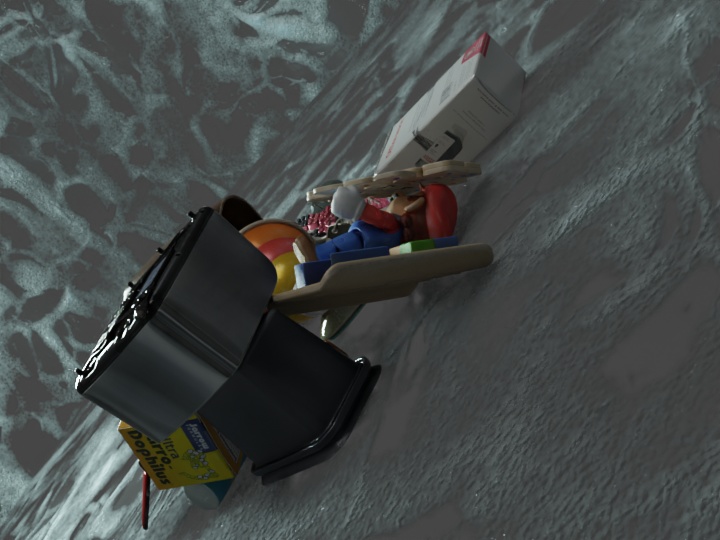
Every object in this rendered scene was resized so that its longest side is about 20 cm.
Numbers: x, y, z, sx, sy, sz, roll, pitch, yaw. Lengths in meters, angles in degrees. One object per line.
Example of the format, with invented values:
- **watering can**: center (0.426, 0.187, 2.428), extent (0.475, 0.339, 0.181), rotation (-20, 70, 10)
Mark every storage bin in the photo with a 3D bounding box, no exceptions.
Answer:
- **storage bin**: center (-0.089, 0.122, 1.161), extent (0.200, 0.134, 0.146), rotation (-32, 23, 54)

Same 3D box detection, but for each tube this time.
- **tube**: center (-0.152, 0.208, 1.354), extent (0.077, 0.050, 0.201), rotation (-36, 15, 45)

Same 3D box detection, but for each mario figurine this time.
- **mario figurine**: center (0.017, -0.047, 1.225), extent (0.198, 0.107, 0.123), rotation (-25, -5, -13)

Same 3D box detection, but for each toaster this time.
- **toaster**: center (-0.193, 0.061, 1.119), extent (0.181, 0.118, 0.201), rotation (-43, 17, 36)

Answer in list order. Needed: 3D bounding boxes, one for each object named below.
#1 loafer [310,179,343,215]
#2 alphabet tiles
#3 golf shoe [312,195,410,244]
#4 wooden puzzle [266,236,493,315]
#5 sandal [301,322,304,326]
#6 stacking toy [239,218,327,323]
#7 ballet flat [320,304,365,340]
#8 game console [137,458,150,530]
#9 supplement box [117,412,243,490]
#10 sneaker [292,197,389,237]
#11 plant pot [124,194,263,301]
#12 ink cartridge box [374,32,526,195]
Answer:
- **loafer**: center (-0.061, -0.062, 1.777), extent (0.071, 0.063, 0.201), rotation (-3, 46, 30)
- **alphabet tiles**: center (0.038, -0.104, 1.277), extent (0.198, 0.015, 0.195), rotation (-10, -3, 30)
- **golf shoe**: center (0.003, -0.046, 1.414), extent (0.200, 0.088, 0.078), rotation (-39, 16, 39)
- **wooden puzzle**: center (0.012, 0.000, 1.099), extent (0.183, 0.047, 0.200), rotation (-9, -7, -23)
- **sandal**: center (-0.110, 0.066, 1.574), extent (0.204, 0.050, 0.082), rotation (-54, 13, -12)
- **stacking toy**: center (-0.084, 0.022, 1.325), extent (0.147, 0.146, 0.200), rotation (-52, 26, -5)
- **ballet flat**: center (0.000, 0.000, 1.347), extent (0.200, 0.062, 0.068), rotation (-49, 14, 15)
- **game console**: center (-0.244, 0.217, 1.460), extent (0.171, 0.119, 0.201), rotation (-24, 34, 5)
- **supplement box**: center (-0.197, 0.149, 1.311), extent (0.108, 0.110, 0.201), rotation (-13, 34, 19)
- **sneaker**: center (-0.024, -0.063, 1.596), extent (0.199, 0.074, 0.082), rotation (-21, 50, 42)
- **plant pot**: center (-0.226, 0.021, 1.521), extent (0.198, 0.188, 0.187), rotation (-25, 21, 17)
- **ink cartridge box**: center (0.118, -0.194, 1.419), extent (0.200, 0.085, 0.146), rotation (-41, 16, 32)
